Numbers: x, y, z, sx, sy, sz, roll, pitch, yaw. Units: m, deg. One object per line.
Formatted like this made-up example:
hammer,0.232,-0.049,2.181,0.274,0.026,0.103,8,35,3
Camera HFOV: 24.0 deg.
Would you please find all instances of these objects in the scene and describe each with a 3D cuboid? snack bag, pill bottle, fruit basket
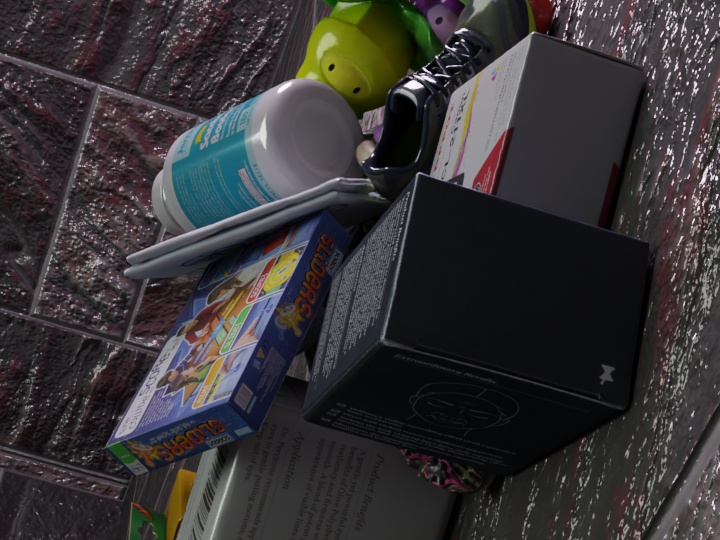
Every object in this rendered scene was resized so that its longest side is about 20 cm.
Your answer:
snack bag,-0.070,-0.033,1.352,0.022,0.188,0.200,71,-164,5
pill bottle,-0.096,-0.085,1.457,0.200,0.111,0.111,-20,50,46
fruit basket,0.022,-0.218,1.464,0.155,0.215,0.217,-31,43,62

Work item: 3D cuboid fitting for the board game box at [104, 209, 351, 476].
board game box,-0.094,0.051,1.234,0.135,0.034,0.200,-22,30,40

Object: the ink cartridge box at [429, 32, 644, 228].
ink cartridge box,0.106,-0.063,1.159,0.200,0.082,0.146,155,130,-76

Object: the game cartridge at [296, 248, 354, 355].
game cartridge,-0.064,0.028,1.368,0.133,0.041,0.200,-36,15,-18

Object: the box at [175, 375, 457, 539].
box,-0.042,0.195,1.296,0.200,0.171,0.200,-145,72,-80

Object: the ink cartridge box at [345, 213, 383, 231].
ink cartridge box,-0.021,0.002,1.524,0.199,0.042,0.120,-6,53,31

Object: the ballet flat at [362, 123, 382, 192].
ballet flat,0.012,-0.096,1.536,0.068,0.199,0.068,-17,-90,-75

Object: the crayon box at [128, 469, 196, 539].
crayon box,-0.099,0.231,1.464,0.127,0.199,0.051,-117,45,-75

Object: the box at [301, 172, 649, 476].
box,0.064,0.040,1.035,0.200,0.148,0.108,132,152,-67

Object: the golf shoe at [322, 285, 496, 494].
golf shoe,0.054,0.075,1.202,0.073,0.092,0.200,-54,47,28

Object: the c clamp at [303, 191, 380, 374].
c clamp,0.000,0.000,1.420,0.171,0.027,0.200,-46,26,20

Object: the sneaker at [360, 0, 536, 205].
sneaker,0.067,-0.134,1.287,0.074,0.081,0.201,23,87,36

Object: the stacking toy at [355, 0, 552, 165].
stacking toy,0.084,-0.149,1.374,0.200,0.085,0.085,-54,14,10
